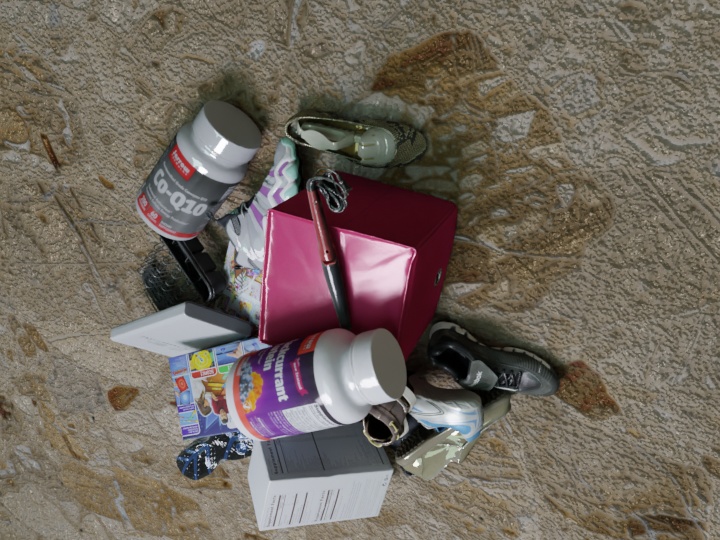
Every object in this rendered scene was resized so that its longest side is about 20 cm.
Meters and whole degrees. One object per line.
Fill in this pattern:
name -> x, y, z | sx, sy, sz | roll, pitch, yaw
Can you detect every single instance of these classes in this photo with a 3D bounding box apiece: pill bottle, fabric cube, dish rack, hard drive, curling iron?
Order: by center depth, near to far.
curling iron -> -0.029, -0.019, 0.737 | 0.049, 0.026, 0.201 | 5, 113, 24
pill bottle -> -0.051, 0.132, 0.758 | 0.200, 0.111, 0.112 | -18, 103, 26
fabric cube -> 0.000, 0.000, 0.862 | 0.199, 0.199, 0.197 | 17, 115, 16
pill bottle -> -0.241, -0.147, 0.950 | 0.114, 0.114, 0.200 | 46, 121, 0
hard drive -> -0.294, 0.100, 1.040 | 0.200, 0.132, 0.026 | -18, 60, 35
dish rack -> -0.310, 0.020, 1.061 | 0.200, 0.055, 0.154 | -42, 79, 39

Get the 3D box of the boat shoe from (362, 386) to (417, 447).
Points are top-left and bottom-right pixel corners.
boat shoe -> 0.032, 0.215, 0.909 | 0.072, 0.060, 0.200 | 37, 154, 14

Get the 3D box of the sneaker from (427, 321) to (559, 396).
sneaker -> 0.182, 0.142, 0.908 | 0.200, 0.091, 0.067 | 22, 119, 13

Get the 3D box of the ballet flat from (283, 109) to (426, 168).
ballet flat -> -0.014, -0.175, 0.866 | 0.199, 0.075, 0.068 | 15, 115, 16

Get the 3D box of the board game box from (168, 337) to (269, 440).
board game box -> -0.200, 0.183, 0.995 | 0.199, 0.034, 0.136 | -14, 84, 22

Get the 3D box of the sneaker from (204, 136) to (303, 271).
sneaker -> -0.155, -0.094, 0.922 | 0.139, 0.078, 0.201 | 2, 94, 1

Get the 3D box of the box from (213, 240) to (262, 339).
box -> -0.159, 0.031, 1.034 | 0.137, 0.039, 0.200 | 26, 119, 11

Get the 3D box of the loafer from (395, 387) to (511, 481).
loafer -> 0.147, 0.244, 0.958 | 0.200, 0.076, 0.068 | -35, 102, 10

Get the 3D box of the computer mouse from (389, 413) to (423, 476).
computer mouse -> 0.070, 0.248, 1.021 | 0.138, 0.053, 0.200 | -32, 96, 31

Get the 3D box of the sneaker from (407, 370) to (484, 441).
sneaker -> 0.087, 0.193, 0.925 | 0.200, 0.072, 0.073 | 12, 108, 42

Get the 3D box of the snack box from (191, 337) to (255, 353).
snack box -> -0.237, 0.187, 1.085 | 0.200, 0.037, 0.117 | -18, 83, 43

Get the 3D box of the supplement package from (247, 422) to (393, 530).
supplement package -> -0.068, 0.324, 1.018 | 0.199, 0.114, 0.110 | 2, 120, -21

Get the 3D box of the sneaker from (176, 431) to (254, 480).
sneaker -> -0.220, 0.278, 1.072 | 0.200, 0.077, 0.076 | -27, 99, 19
